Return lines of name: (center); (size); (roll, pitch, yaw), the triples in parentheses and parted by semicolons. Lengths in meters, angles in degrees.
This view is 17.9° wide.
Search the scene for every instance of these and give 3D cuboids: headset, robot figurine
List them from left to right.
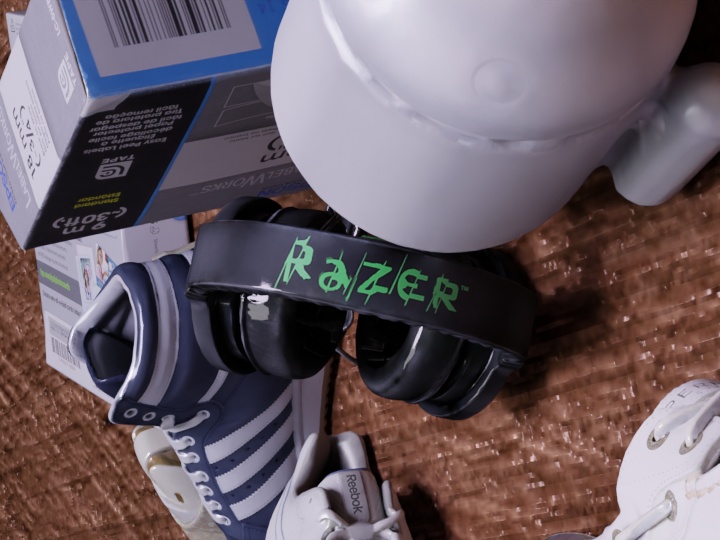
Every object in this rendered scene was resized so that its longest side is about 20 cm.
headset: (0.000, 0.000, 0.846); (0.200, 0.123, 0.094); (125, 157, -81)
robot figurine: (0.035, -0.077, 0.698); (0.113, 0.169, 0.200); (-64, 2, -21)

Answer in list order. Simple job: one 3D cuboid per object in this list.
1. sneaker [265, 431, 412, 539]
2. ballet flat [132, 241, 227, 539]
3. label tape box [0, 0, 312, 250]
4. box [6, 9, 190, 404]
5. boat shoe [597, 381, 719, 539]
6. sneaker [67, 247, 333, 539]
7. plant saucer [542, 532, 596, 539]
sneaker: (-0.007, 0.132, 0.925); (0.200, 0.074, 0.087); (-127, 41, -65)
ballet flat: (-0.083, 0.065, 1.102); (0.067, 0.062, 0.201); (-128, 36, -47)
label tape box: (-0.073, -0.062, 0.928); (0.063, 0.144, 0.200); (69, 155, 17)
box: (-0.136, -0.035, 1.204); (0.156, 0.041, 0.201); (19, 118, 63)
boat shoe: (0.105, 0.063, 0.652); (0.069, 0.071, 0.200); (65, 153, 22)
sneaker: (-0.072, 0.074, 1.023); (0.070, 0.108, 0.201); (-134, 40, -52)
plant saucer: (0.085, 0.196, 0.826); (0.200, 0.032, 0.201); (169, 90, -67)
